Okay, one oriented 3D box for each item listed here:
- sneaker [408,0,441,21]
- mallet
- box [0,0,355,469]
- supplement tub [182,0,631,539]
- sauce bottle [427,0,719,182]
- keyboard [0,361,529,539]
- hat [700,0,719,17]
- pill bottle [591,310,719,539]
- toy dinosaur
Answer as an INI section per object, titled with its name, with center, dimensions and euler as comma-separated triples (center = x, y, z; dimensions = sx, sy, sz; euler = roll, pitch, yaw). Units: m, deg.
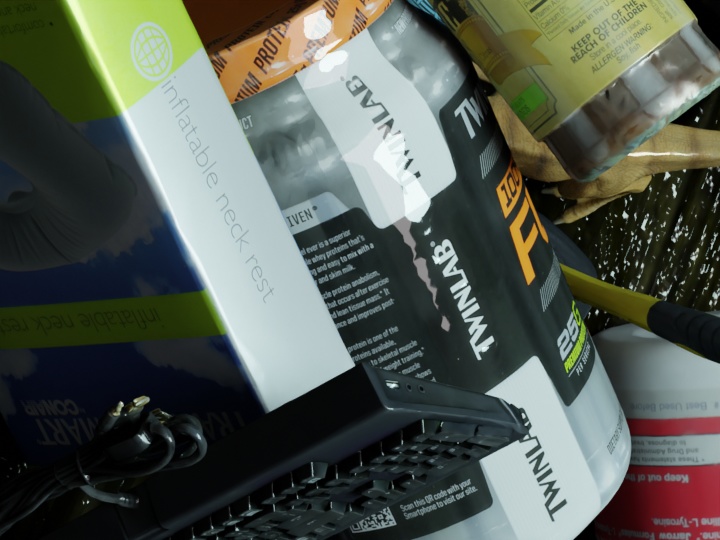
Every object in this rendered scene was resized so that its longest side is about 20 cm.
[sneaker]
center = 0.036, -0.138, 1.001
dimensions = 0.200, 0.090, 0.079
euler = 32, 67, -38
[mallet]
center = 0.092, 0.010, 0.982
dimensions = 0.066, 0.200, 0.041
euler = 34, 83, -30
[box]
center = -0.081, -0.016, 0.865
dimensions = 0.048, 0.122, 0.200
euler = -43, 117, -40
[supplement tub]
center = 0.000, 0.000, 0.942
dimensions = 0.123, 0.122, 0.200
euler = -41, 117, -36
[sauce bottle]
center = 0.032, -0.121, 0.905
dimensions = 0.065, 0.065, 0.200
euler = -35, 86, -38
[keyboard]
center = -0.056, 0.074, 0.840
dimensions = 0.127, 0.200, 0.021
euler = 16, 54, -43
[hat]
center = 0.139, -0.144, 1.083
dimensions = 0.081, 0.201, 0.201
euler = 17, 73, 2
[pill bottle]
center = 0.146, 0.119, 1.084
dimensions = 0.112, 0.112, 0.201
euler = -10, 96, -43
[toy dinosaur]
center = 0.090, -0.044, 1.028
dimensions = 0.199, 0.106, 0.061
euler = 4, 92, -4
